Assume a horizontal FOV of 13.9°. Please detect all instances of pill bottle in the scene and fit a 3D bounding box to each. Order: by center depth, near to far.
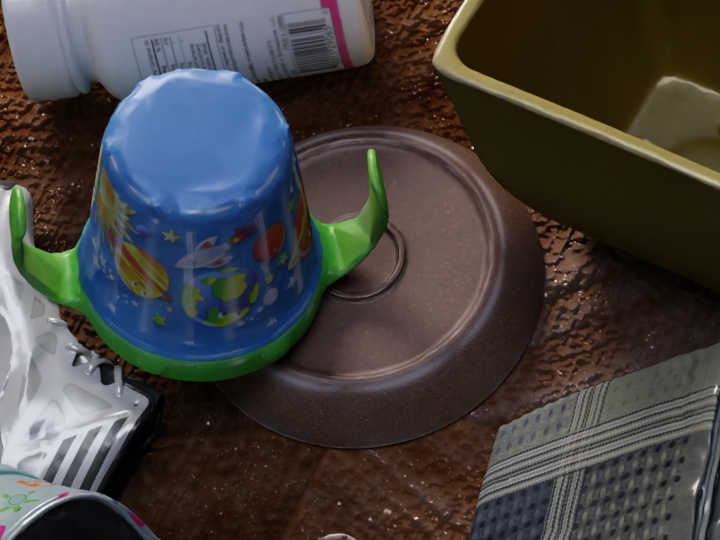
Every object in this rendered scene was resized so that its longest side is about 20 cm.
[{"bbox_3d":[-0.097,-0.158,1.667,0.199,0.114,0.114,-8,60,4],"label":"pill bottle"}]

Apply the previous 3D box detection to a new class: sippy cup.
[{"bbox_3d":[-0.084,-0.032,1.537,0.178,0.131,0.140,-38,65,-23],"label":"sippy cup"}]

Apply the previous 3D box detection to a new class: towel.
[{"bbox_3d":[0.113,0.142,1.450,0.034,0.200,0.193,30,59,-24],"label":"towel"}]

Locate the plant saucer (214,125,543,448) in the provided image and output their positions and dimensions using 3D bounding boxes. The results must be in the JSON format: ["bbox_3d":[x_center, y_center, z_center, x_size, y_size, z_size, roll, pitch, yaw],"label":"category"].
[{"bbox_3d":[0.000,0.000,1.612,0.199,0.035,0.201,-4,62,8],"label":"plant saucer"}]

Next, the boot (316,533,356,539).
[{"bbox_3d":[-0.025,0.232,1.418,0.073,0.151,0.201,19,69,17],"label":"boot"}]

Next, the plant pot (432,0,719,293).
[{"bbox_3d":[0.176,-0.096,1.539,0.194,0.200,0.196,24,69,20],"label":"plant pot"}]

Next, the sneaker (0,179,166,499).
[{"bbox_3d":[-0.161,0.047,1.600,0.115,0.076,0.202,1,69,0],"label":"sneaker"}]

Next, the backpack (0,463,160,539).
[{"bbox_3d":[-0.162,0.194,1.438,0.150,0.200,0.178,16,64,39],"label":"backpack"}]
